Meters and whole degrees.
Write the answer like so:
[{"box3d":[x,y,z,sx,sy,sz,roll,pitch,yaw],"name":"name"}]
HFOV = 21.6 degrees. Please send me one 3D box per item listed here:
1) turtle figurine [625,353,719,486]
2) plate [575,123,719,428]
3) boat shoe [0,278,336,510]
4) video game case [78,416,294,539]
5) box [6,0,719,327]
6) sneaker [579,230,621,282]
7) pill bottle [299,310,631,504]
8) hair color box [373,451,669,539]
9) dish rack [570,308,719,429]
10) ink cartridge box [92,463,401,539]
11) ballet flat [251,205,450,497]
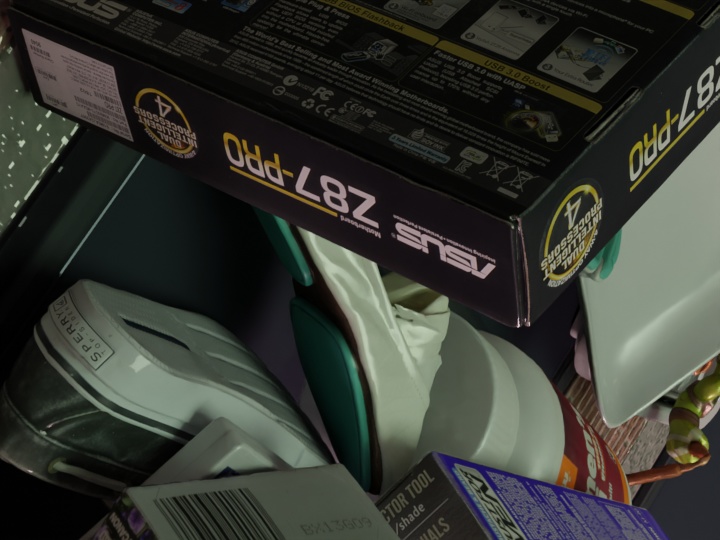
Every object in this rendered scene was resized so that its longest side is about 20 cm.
[{"box3d":[0.230,0.054,1.085,0.200,0.064,0.161,-43,161,17],"name":"turtle figurine"},{"box3d":[0.173,-0.048,0.971,0.200,0.032,0.200,-33,125,-25],"name":"plate"},{"box3d":[-0.075,0.058,0.706,0.071,0.072,0.200,-42,150,7],"name":"boat shoe"},{"box3d":[-0.094,0.146,0.710,0.200,0.018,0.143,-41,149,1],"name":"video game case"},{"box3d":[0.014,-0.080,0.595,0.161,0.200,0.049,-46,144,-31],"name":"box"},{"box3d":[0.024,-0.055,0.758,0.200,0.091,0.078,50,40,-34],"name":"sneaker"},{"box3d":[0.051,0.091,0.874,0.110,0.109,0.200,-60,150,-8],"name":"pill bottle"},{"box3d":[0.058,0.145,0.786,0.109,0.065,0.200,-46,146,16],"name":"hair color box"},{"box3d":[0.189,0.002,1.092,0.200,0.043,0.172,19,97,-60],"name":"dish rack"},{"box3d":[-0.078,0.159,0.679,0.109,0.050,0.200,0,132,-48],"name":"ink cartridge box"},{"box3d":[0.000,0.000,0.722,0.069,0.069,0.200,-42,127,-34],"name":"ballet flat"}]
